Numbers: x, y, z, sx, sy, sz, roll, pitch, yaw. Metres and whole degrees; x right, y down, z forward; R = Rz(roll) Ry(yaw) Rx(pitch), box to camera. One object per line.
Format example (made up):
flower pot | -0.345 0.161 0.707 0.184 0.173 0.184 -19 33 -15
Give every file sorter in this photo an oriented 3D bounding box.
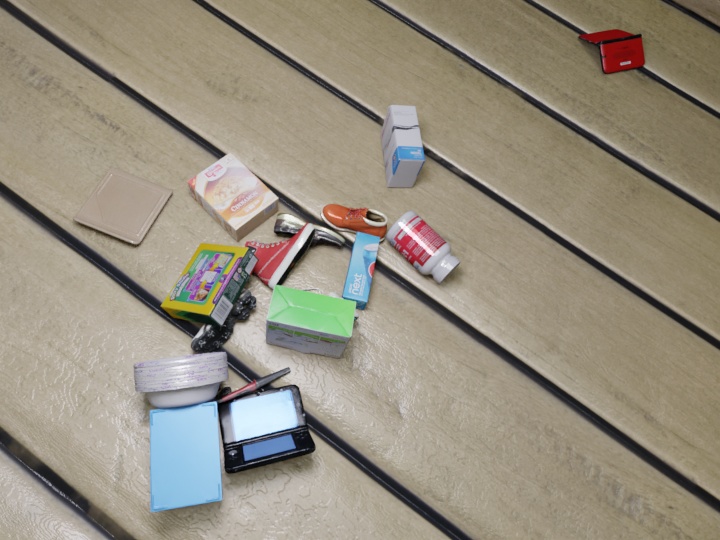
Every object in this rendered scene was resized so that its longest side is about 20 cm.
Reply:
file sorter | -0.373 0.406 1.167 0.138 0.123 0.201 -5 66 -12

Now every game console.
game console | -0.219 0.355 1.226 0.199 0.176 0.117 -10 96 -14
game console | 0.957 -0.838 2.046 0.199 0.119 0.173 -16 100 -16

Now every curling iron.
curling iron | -0.264 0.271 1.299 0.199 0.026 0.050 -17 54 -19

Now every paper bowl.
paper bowl | -0.396 0.244 1.196 0.200 0.201 0.105 -4 84 -12

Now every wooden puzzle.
wooden puzzle | -0.633 -0.173 1.443 0.185 0.037 0.200 22 59 1

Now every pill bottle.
pill bottle | 0.176 -0.062 1.490 0.112 0.112 0.200 -40 77 -24

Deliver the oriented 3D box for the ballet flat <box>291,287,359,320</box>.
ballet flat | -0.098 0.081 1.388 0.199 0.069 0.070 10 64 4

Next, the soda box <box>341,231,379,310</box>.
soda box | 0.000 0.000 1.457 0.068 0.064 0.201 14 64 -3

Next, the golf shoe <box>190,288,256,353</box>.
golf shoe | -0.355 0.120 1.342 0.094 0.078 0.200 31 63 29

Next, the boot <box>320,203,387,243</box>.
boot | -0.016 -0.152 1.502 0.199 0.107 0.075 20 65 1

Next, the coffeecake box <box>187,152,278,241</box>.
coffeecake box | -0.350 -0.205 1.484 0.200 0.073 0.153 43 66 11

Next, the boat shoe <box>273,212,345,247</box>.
boat shoe | -0.142 -0.096 1.478 0.199 0.073 0.065 20 78 0

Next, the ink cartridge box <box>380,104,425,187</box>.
ink cartridge box | 0.122 -0.370 1.606 0.084 0.145 0.201 -1 66 -12

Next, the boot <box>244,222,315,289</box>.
boot | -0.223 -0.069 1.418 0.144 0.072 0.200 37 90 11

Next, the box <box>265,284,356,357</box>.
box | -0.125 0.131 1.310 0.199 0.177 0.097 12 64 -4

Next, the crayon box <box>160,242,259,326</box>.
crayon box | -0.373 0.031 1.332 0.172 0.058 0.200 6 57 32
